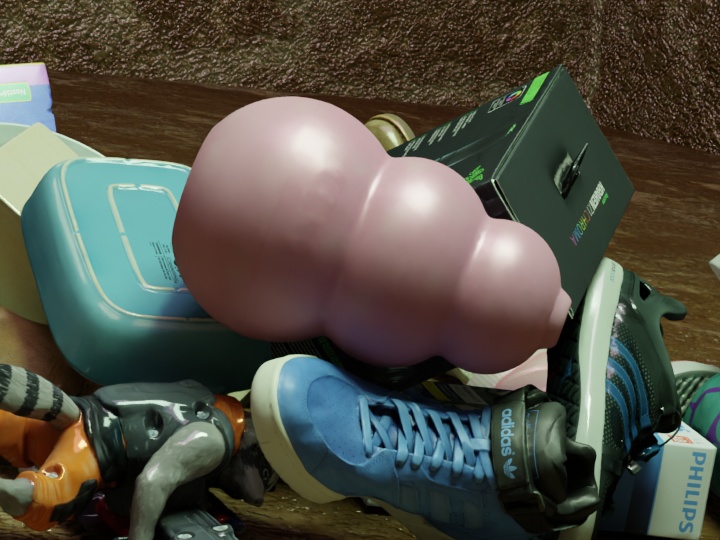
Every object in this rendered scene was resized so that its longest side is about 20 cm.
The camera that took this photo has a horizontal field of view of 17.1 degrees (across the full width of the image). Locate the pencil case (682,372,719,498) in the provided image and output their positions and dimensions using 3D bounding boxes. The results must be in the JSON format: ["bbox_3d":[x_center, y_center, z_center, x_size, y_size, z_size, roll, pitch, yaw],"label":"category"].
[{"bbox_3d":[0.255,0.114,1.439,0.092,0.086,0.200,-5,11,-3],"label":"pencil case"}]

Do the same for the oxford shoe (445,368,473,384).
[{"bbox_3d":[0.087,0.054,1.730,0.200,0.075,0.058,22,-20,50],"label":"oxford shoe"}]

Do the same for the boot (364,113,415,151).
[{"bbox_3d":[0.000,0.000,1.527,0.075,0.201,0.073,0,4,-36],"label":"boot"}]

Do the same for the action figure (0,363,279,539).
[{"bbox_3d":[-0.111,0.094,1.142,0.193,0.105,0.200,2,14,-37],"label":"action figure"}]

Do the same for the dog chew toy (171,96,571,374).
[{"bbox_3d":[0.009,-0.008,1.204,0.199,0.125,0.125,21,10,5],"label":"dog chew toy"}]

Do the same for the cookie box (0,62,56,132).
[{"bbox_3d":[-0.308,-0.064,1.558,0.170,0.076,0.200,-6,-13,-30],"label":"cookie box"}]

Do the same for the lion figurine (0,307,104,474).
[{"bbox_3d":[-0.179,0.054,1.301,0.199,0.073,0.123,20,47,22],"label":"lion figurine"}]

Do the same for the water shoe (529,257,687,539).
[{"bbox_3d":[0.142,0.080,1.315,0.079,0.201,0.072,21,-37,-13],"label":"water shoe"}]

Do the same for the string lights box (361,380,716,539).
[{"bbox_3d":[0.094,0.108,1.395,0.199,0.059,0.103,7,9,-12],"label":"string lights box"}]

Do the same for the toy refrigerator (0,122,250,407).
[{"bbox_3d":[-0.146,0.015,1.377,0.200,0.070,0.076,42,37,2],"label":"toy refrigerator"}]

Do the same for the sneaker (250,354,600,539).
[{"bbox_3d":[0.042,0.084,1.182,0.111,0.077,0.200,-20,-38,31],"label":"sneaker"}]

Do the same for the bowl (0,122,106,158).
[{"bbox_3d":[-0.209,0.016,1.445,0.200,0.090,0.202,17,48,-20],"label":"bowl"}]

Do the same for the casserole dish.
[{"bbox_3d":[-0.113,-0.004,1.291,0.121,0.039,0.200,2,36,-22],"label":"casserole dish"}]

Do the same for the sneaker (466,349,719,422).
[{"bbox_3d":[0.153,0.084,1.546,0.199,0.076,0.105,-3,19,-36],"label":"sneaker"}]

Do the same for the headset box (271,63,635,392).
[{"bbox_3d":[0.048,-0.016,1.368,0.199,0.093,0.174,-24,16,28],"label":"headset box"}]

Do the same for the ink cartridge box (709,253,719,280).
[{"bbox_3d":[0.321,0.061,1.491,0.200,0.084,0.145,53,0,-13],"label":"ink cartridge box"}]
